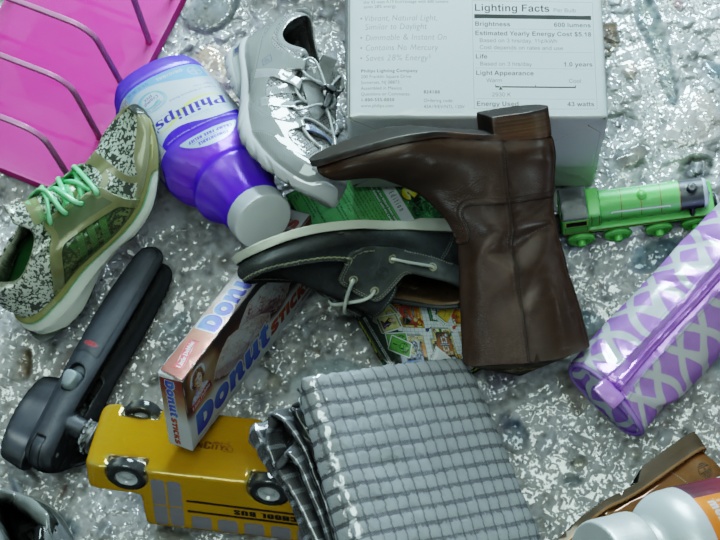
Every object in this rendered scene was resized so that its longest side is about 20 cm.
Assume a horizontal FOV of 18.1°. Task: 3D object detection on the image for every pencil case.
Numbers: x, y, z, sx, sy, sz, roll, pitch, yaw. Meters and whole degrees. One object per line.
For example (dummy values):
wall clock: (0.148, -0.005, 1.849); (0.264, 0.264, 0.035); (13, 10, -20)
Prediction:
pencil case: (0.245, 0.033, 1.692); (0.084, 0.085, 0.200); (43, 81, -1)

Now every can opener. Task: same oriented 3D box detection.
can opener: (-0.203, 0.068, 1.736); (0.078, 0.063, 0.200); (26, 75, 15)

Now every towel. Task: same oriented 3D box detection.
towel: (0.025, 0.156, 1.612); (0.086, 0.200, 0.166); (-30, 74, 39)

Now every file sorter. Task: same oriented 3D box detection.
file sorter: (-0.251, -0.185, 1.801); (0.139, 0.125, 0.200); (21, 73, 13)

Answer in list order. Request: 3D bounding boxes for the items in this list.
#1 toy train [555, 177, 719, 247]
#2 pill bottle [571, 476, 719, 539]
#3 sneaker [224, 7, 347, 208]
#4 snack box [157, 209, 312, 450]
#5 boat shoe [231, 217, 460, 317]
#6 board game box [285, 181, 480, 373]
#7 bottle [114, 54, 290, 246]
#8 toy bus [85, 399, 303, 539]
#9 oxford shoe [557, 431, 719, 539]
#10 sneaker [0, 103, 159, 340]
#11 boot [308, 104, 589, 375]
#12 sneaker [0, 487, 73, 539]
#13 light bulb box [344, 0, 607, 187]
toy train: (0.178, -0.044, 1.743); (0.199, 0.056, 0.042); (-8, 69, 3)
pill bottle: (0.255, 0.199, 1.584); (0.200, 0.110, 0.110); (-10, 67, -23)
sneaker: (-0.048, -0.129, 1.714); (0.082, 0.075, 0.200); (-43, 44, 20)
snack box: (-0.089, 0.041, 1.686); (0.024, 0.072, 0.200); (16, 45, 21)
boat shoe: (0.000, 0.000, 1.677); (0.200, 0.072, 0.068); (0, 73, -32)
board game box: (0.034, -0.001, 1.759); (0.105, 0.023, 0.200); (-29, 70, -4)
bottle: (-0.119, -0.091, 1.747); (0.083, 0.065, 0.200); (-26, 44, -14)
toy bus: (-0.099, 0.151, 1.682); (0.199, 0.078, 0.065); (5, 48, 8)
oxford shoe: (0.189, 0.203, 1.645); (0.200, 0.071, 0.071); (-36, 76, -9)
sneaker: (-0.225, -0.042, 1.727); (0.077, 0.089, 0.200); (38, 101, 44)
boot: (0.067, -0.009, 1.646); (0.186, 0.064, 0.201); (-9, 102, -4)
sneaker: (-0.216, 0.238, 1.647); (0.075, 0.116, 0.200); (-40, 71, -9)
light bulb box: (0.086, -0.180, 1.752); (0.198, 0.125, 0.200); (0, 67, -1)
